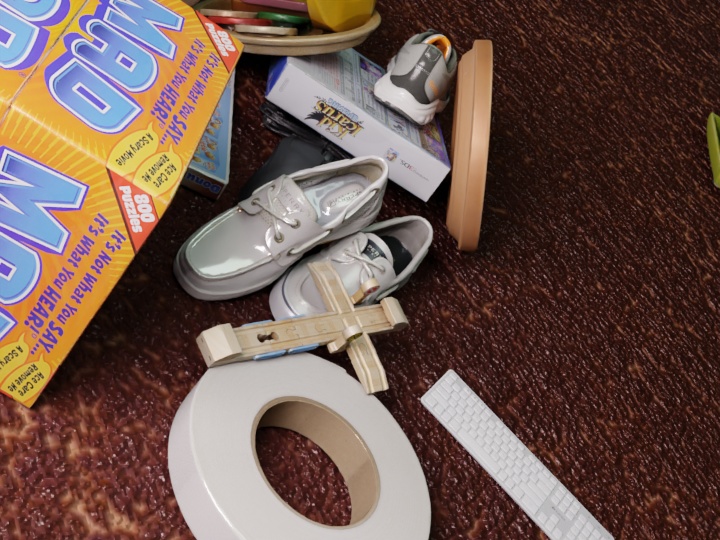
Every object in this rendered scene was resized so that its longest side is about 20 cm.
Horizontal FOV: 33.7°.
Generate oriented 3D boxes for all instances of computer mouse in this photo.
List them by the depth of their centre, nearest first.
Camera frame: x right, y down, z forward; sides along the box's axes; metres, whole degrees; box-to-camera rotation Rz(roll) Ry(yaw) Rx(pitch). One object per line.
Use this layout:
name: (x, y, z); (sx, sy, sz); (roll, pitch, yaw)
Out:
computer mouse: (-0.048, -0.088, 1.066); (0.138, 0.053, 0.201); (36, 35, -10)

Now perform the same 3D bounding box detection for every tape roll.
tape roll: (-0.039, 0.143, 0.837); (0.201, 0.037, 0.204); (25, 38, -22)

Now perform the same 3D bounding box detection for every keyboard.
keyboard: (0.132, 0.168, 0.999); (0.200, 0.011, 0.056); (46, 34, 7)

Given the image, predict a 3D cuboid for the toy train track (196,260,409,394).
toy train track: (-0.032, 0.040, 0.886); (0.199, 0.033, 0.116); (-8, 65, -44)

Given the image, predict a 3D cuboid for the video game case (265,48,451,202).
video game case: (-0.004, -0.165, 1.162); (0.180, 0.046, 0.200); (30, 21, -15)

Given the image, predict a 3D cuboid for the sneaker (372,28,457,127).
sneaker: (0.068, -0.200, 1.179); (0.074, 0.080, 0.200); (33, 19, -4)

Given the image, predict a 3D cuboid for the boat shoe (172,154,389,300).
boat shoe: (-0.060, -0.045, 0.946); (0.199, 0.069, 0.071); (-31, 75, -30)

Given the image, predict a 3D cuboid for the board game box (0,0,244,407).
board game box: (-0.224, -0.083, 0.758); (0.199, 0.200, 0.201); (32, 35, -14)

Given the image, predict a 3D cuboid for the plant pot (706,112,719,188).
plant pot: (0.612, -0.179, 1.698); (0.199, 0.182, 0.200); (32, 36, -14)

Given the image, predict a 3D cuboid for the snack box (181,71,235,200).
snack box: (-0.149, -0.148, 1.059); (0.071, 0.024, 0.201); (25, 38, -24)

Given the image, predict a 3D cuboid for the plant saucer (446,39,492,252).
plant saucer: (0.103, -0.119, 1.144); (0.032, 0.202, 0.201); (3, 40, 2)

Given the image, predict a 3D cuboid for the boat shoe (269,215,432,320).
boat shoe: (0.000, 0.000, 1.005); (0.072, 0.066, 0.199); (51, 36, 13)

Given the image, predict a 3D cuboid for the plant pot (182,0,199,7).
plant pot: (-0.199, -0.336, 1.097); (0.199, 0.200, 0.176); (15, 60, -33)

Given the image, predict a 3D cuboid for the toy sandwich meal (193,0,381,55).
toy sandwich meal: (-0.067, -0.260, 1.119); (0.203, 0.071, 0.206); (2, 26, -1)
